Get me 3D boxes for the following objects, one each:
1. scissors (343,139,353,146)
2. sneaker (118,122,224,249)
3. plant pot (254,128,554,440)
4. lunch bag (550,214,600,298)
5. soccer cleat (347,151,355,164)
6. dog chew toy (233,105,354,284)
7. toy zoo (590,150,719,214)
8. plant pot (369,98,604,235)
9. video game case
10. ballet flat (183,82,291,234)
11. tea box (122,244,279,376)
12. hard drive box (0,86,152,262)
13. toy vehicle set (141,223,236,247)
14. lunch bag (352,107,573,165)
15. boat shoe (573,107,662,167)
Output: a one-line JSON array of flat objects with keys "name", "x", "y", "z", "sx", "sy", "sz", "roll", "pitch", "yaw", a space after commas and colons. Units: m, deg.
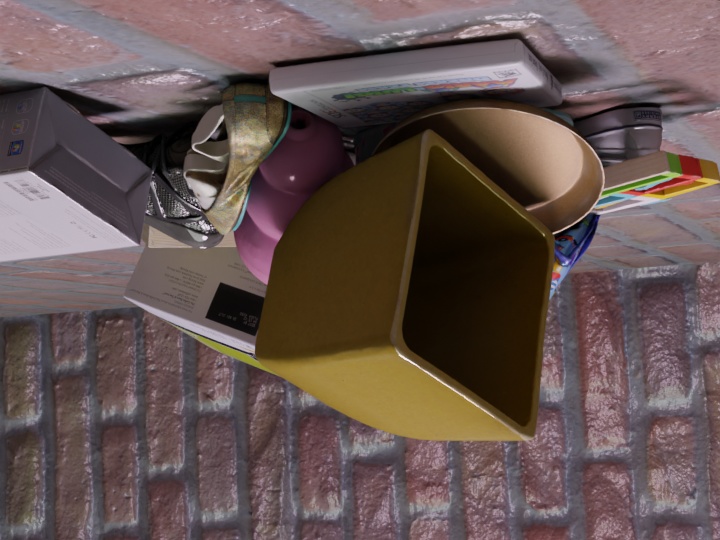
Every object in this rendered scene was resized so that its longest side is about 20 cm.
[{"name": "scissors", "x": -0.034, "y": -0.126, "z": 1.432, "sx": 0.199, "sy": 0.014, "sz": 0.073, "roll": 3, "pitch": 171, "yaw": -37}, {"name": "sneaker", "x": -0.202, "y": -0.100, "z": 1.359, "sx": 0.198, "sy": 0.077, "sz": 0.115, "roll": 22, "pitch": 135, "yaw": -9}, {"name": "plant pot", "x": 0.024, "y": 0.030, "z": 1.252, "sx": 0.199, "sy": 0.197, "sz": 0.194, "roll": -13, "pitch": 146, "yaw": 39}, {"name": "lunch bag", "x": 0.163, "y": -0.001, "z": 1.472, "sx": 0.094, "sy": 0.151, "sz": 0.200, "roll": 38, "pitch": -154, "yaw": 13}, {"name": "soccer cleat", "x": -0.049, "y": -0.095, "z": 1.528, "sx": 0.198, "sy": 0.078, "sz": 0.069, "roll": 14, "pitch": 131, "yaw": -25}, {"name": "dog chew toy", "x": -0.056, "y": -0.069, "z": 1.344, "sx": 0.123, "sy": 0.126, "sz": 0.201, "roll": -2, "pitch": 145, "yaw": -4}, {"name": "toy zoo", "x": 0.254, "y": -0.079, "z": 1.384, "sx": 0.130, "sy": 0.021, "sz": 0.199, "roll": -15, "pitch": 173, "yaw": 29}, {"name": "plant pot", "x": 0.105, "y": -0.085, "z": 1.245, "sx": 0.198, "sy": 0.028, "sz": 0.201, "roll": 4, "pitch": 148, "yaw": 2}, {"name": "video game case", "x": 0.050, "y": -0.147, "z": 1.191, "sx": 0.198, "sy": 0.024, "sz": 0.182, "roll": -5, "pitch": 175, "yaw": 17}, {"name": "ballet flat", "x": -0.115, "y": -0.095, "z": 1.254, "sx": 0.070, "sy": 0.071, "sz": 0.200, "roll": -1, "pitch": 154, "yaw": -21}, {"name": "tea box", "x": -0.112, "y": 0.029, "z": 1.631, "sx": 0.199, "sy": 0.135, "sz": 0.197, "roll": 18, "pitch": 168, "yaw": 31}, {"name": "hard drive box", "x": -0.304, "y": -0.074, "z": 1.263, "sx": 0.198, "sy": 0.078, "sz": 0.156, "roll": -6, "pitch": 155, "yaw": 26}, {"name": "toy vehicle set", "x": -0.179, "y": -0.067, "z": 1.516, "sx": 0.123, "sy": 0.027, "sz": 0.200, "roll": -1, "pitch": -161, "yaw": -22}, {"name": "lunch bag", "x": 0.095, "y": -0.105, "z": 1.389, "sx": 0.159, "sy": 0.078, "sz": 0.199, "roll": -1, "pitch": 175, "yaw": -36}, {"name": "boat shoe", "x": 0.228, "y": -0.111, "z": 1.458, "sx": 0.073, "sy": 0.066, "sz": 0.200, "roll": -1, "pitch": 175, "yaw": -17}]
